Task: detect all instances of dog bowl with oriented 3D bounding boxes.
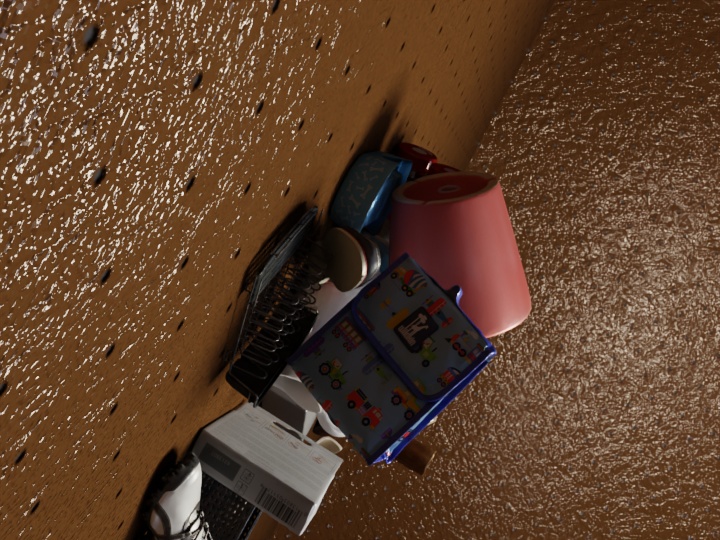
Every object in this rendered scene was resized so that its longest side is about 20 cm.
[{"bbox_3d":[0.014,-0.103,1.093,0.112,0.049,0.200,-63,174,15],"label":"dog bowl"}]

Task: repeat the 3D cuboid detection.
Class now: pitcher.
[{"bbox_3d":[-0.030,0.096,1.087,0.121,0.172,0.201,-11,-140,54],"label":"pitcher"}]

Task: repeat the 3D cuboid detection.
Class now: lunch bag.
[{"bbox_3d":[0.044,0.093,0.936,0.200,0.151,0.094,-44,161,5],"label":"lunch bag"}]

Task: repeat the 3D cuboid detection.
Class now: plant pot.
[{"bbox_3d":[0.122,-0.026,1.103,0.201,0.198,0.180,-49,134,-61],"label":"plant pot"}]

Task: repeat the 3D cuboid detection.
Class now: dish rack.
[{"bbox_3d":[-0.082,0.033,0.899,0.154,0.054,0.201,-56,171,-47],"label":"dish rack"}]

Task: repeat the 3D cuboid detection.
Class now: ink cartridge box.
[{"bbox_3d":[-0.112,0.241,1.054,0.057,0.161,0.200,-59,174,1],"label":"ink cartridge box"}]

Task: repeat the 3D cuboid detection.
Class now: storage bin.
[{"bbox_3d":[-0.191,0.327,1.121,0.202,0.093,0.135,-60,174,-2],"label":"storage bin"}]

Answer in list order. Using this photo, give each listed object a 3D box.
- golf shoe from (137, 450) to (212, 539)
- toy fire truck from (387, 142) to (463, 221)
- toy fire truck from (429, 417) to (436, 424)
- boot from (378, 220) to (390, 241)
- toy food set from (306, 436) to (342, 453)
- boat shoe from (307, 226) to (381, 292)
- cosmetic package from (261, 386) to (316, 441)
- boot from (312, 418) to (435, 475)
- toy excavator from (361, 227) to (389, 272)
[{"bbox_3d":[-0.194,0.286,0.928,0.078,0.094,0.202,-49,164,-56],"label":"golf shoe"},{"bbox_3d":[0.133,-0.111,1.283,0.166,0.200,0.113,2,117,-39],"label":"toy fire truck"},{"bbox_3d":[0.063,0.159,1.315,0.174,0.201,0.129,-22,160,-25],"label":"toy fire truck"},{"bbox_3d":[0.089,-0.075,1.429,0.202,0.131,0.070,-60,173,-11],"label":"boot"},{"bbox_3d":[-0.137,0.364,1.433,0.143,0.061,0.199,-31,180,41],"label":"toy food set"},{"bbox_3d":[-0.009,-0.013,0.952,0.200,0.062,0.072,171,-87,-74],"label":"boat shoe"},{"bbox_3d":[-0.095,0.181,1.293,0.107,0.089,0.201,-58,170,-26],"label":"cosmetic package"},{"bbox_3d":[0.024,0.274,1.380,0.069,0.198,0.189,-60,175,-29],"label":"boot"},{"bbox_3d":[0.000,0.000,1.279,0.200,0.099,0.196,-39,157,-52],"label":"toy excavator"}]
